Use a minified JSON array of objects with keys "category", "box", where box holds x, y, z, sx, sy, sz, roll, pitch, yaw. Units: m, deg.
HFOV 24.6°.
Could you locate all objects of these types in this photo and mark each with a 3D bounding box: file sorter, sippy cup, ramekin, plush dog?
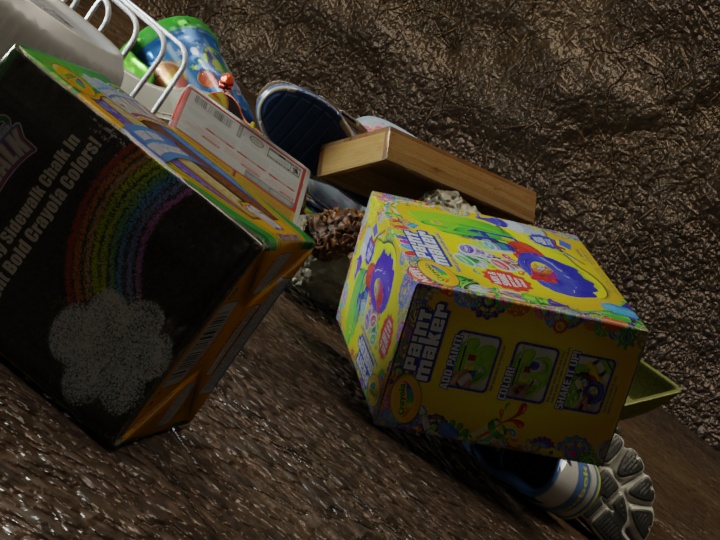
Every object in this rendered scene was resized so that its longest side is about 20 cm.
[{"category":"file sorter","box":[-0.266,-0.204,1.473,0.139,0.125,0.200,40,6,25]},{"category":"sippy cup","box":[-0.188,-0.185,1.806,0.177,0.140,0.131,-18,56,-34]},{"category":"ramekin","box":[-0.271,-0.164,1.234,0.199,0.105,0.200,36,6,-4]},{"category":"plush dog","box":[0.000,0.000,1.555,0.170,0.162,0.200,20,-18,-18]}]

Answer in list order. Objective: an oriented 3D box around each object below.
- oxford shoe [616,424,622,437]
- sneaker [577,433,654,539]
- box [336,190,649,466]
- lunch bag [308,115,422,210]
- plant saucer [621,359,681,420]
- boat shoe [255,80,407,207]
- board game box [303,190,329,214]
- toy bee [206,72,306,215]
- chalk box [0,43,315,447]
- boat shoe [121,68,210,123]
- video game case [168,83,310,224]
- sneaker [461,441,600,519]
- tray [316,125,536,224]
[{"category":"oxford shoe","box":[0.258,0.181,1.905,0.075,0.058,0.200,34,21,-9]},{"category":"sneaker","box":[0.183,0.167,1.480,0.200,0.080,0.084,49,-23,12]},{"category":"box","box":[0.098,0.044,1.323,0.190,0.123,0.200,11,20,-15]},{"category":"lunch bag","box":[0.049,-0.075,1.766,0.169,0.128,0.200,35,5,25]},{"category":"plant saucer","box":[0.227,0.121,1.873,0.198,0.048,0.199,-9,33,-38]},{"category":"boat shoe","box":[-0.038,-0.128,1.603,0.200,0.072,0.073,38,15,-42]},{"category":"board game box","box":[-0.081,-0.063,1.786,0.165,0.057,0.200,41,7,23]},{"category":"toy bee","box":[-0.128,-0.131,1.603,0.199,0.110,0.131,32,-11,-28]},{"category":"chalk box","box":[-0.144,-0.026,0.826,0.199,0.125,0.124,39,6,9]},{"category":"boat shoe","box":[-0.223,-0.159,1.658,0.198,0.061,0.074,11,42,-30]},{"category":"video game case","box":[-0.117,-0.073,1.455,0.142,0.017,0.201,35,31,-15]},{"category":"sneaker","box":[0.116,0.128,1.399,0.200,0.074,0.082,39,9,26]},{"category":"tray","box":[0.065,-0.083,1.579,0.199,0.037,0.098,19,-20,-39]}]
